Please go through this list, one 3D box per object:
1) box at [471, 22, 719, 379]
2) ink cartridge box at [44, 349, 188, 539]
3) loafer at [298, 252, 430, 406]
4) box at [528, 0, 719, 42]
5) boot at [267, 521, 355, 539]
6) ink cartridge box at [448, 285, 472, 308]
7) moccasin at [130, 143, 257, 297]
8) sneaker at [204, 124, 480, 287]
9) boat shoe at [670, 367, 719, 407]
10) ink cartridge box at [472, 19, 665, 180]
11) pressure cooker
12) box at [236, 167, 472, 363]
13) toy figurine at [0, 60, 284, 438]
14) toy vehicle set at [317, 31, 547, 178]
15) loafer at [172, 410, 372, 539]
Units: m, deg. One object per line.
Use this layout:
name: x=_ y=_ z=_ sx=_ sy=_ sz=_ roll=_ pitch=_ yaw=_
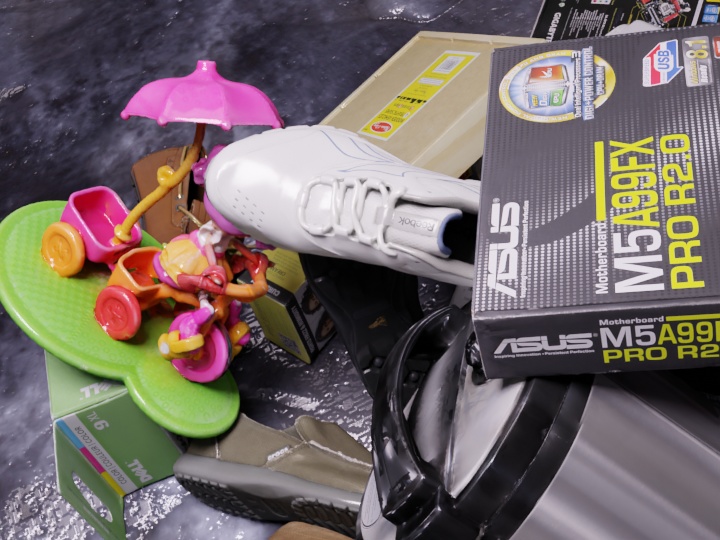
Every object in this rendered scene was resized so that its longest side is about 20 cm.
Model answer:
box: x=0.139 y=-0.041 z=0.591 sx=0.159 sy=0.044 sz=0.201 roll=-3 pitch=44 yaw=14
ink cartridge box: x=-0.164 y=0.079 z=0.829 sx=0.059 sy=0.104 sz=0.201 roll=-21 pitch=49 yaw=2
loafer: x=0.000 y=0.000 z=0.777 sx=0.068 sy=0.201 sz=0.071 roll=-20 pitch=36 yaw=0
box: x=0.231 y=-0.216 z=0.974 sx=0.159 sy=0.049 sz=0.201 roll=9 pitch=56 yaw=21
boot: x=0.014 y=0.197 z=0.703 sx=0.199 sy=0.074 sz=0.076 roll=14 pitch=52 yaw=31
ink cartridge box: x=0.139 y=-0.007 z=0.823 sx=0.115 sy=0.067 sz=0.201 roll=9 pitch=56 yaw=25
moccasin: x=-0.117 y=-0.022 z=0.922 sx=0.077 sy=0.074 sz=0.202 roll=-28 pitch=41 yaw=5
sneaker: x=0.013 y=-0.034 z=0.664 sx=0.198 sy=0.087 sz=0.075 roll=11 pitch=95 yaw=-1
boat shoe: x=0.240 y=0.097 z=0.692 sx=0.199 sy=0.091 sz=0.071 roll=24 pitch=63 yaw=32
ink cartridge box: x=0.175 y=-0.055 z=0.717 sx=0.145 sy=0.084 sz=0.200 roll=-35 pitch=34 yaw=-8
pressure cooker: x=0.092 y=0.107 z=0.633 sx=0.179 sy=0.199 sz=0.176 roll=-58 pitch=12 yaw=-10
box: x=0.000 y=-0.033 z=0.887 sx=0.050 sy=0.075 sz=0.200 roll=26 pitch=63 yaw=32
toy figurine: x=-0.105 y=-0.028 z=0.746 sx=0.200 sy=0.184 sz=0.150 roll=48 pitch=33 yaw=13
toy vehicle set: x=0.040 y=-0.105 z=0.810 sx=0.124 sy=0.027 sz=0.200 roll=-43 pitch=22 yaw=-6
loafer: x=-0.023 y=0.122 z=0.768 sx=0.199 sy=0.075 sz=0.070 roll=9 pitch=60 yaw=24
